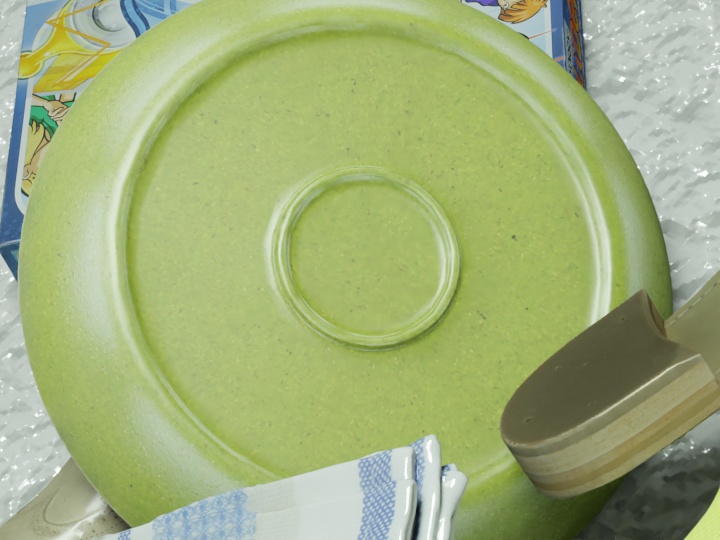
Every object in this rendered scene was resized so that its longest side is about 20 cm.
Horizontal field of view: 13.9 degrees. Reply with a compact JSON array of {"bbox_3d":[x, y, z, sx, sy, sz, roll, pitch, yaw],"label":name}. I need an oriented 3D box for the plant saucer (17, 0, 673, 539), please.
[{"bbox_3d":[0.000,0.000,0.867,0.199,0.031,0.201,3,71,-10],"label":"plant saucer"}]

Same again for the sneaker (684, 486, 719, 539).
[{"bbox_3d":[0.127,0.015,0.750,0.200,0.090,0.078,-51,11,4],"label":"sneaker"}]

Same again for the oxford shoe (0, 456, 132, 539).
[{"bbox_3d":[-0.062,0.035,0.900,0.200,0.075,0.070,-45,24,-23],"label":"oxford shoe"}]

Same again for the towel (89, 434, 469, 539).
[{"bbox_3d":[-0.060,0.128,0.752,0.200,0.024,0.147,-19,48,38],"label":"towel"}]

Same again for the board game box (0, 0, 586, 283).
[{"bbox_3d":[-0.022,-0.067,1.011,0.199,0.035,0.136,-12,47,13],"label":"board game box"}]

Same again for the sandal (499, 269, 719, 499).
[{"bbox_3d":[0.144,0.014,0.826,0.211,0.070,0.078,-33,21,6],"label":"sandal"}]
